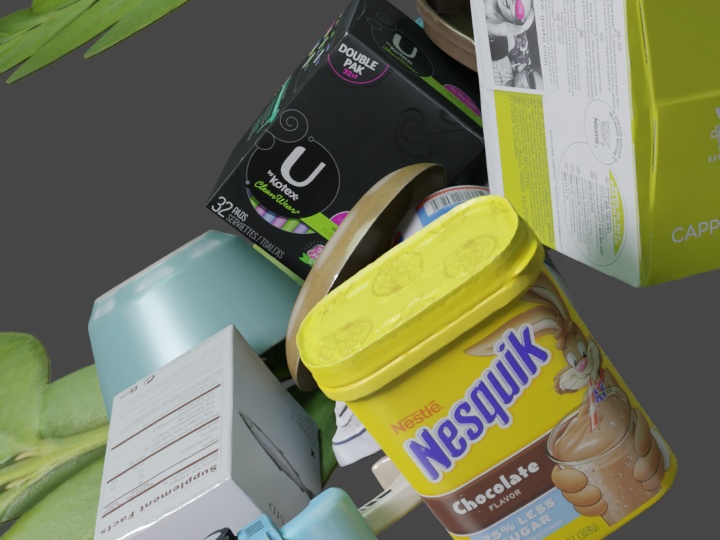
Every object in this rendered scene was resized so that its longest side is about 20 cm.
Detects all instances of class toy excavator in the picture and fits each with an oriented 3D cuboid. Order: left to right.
[{"bbox_3d":[-0.011,0.170,1.016,0.200,0.100,0.194,-32,0,-6],"label":"toy excavator"}]

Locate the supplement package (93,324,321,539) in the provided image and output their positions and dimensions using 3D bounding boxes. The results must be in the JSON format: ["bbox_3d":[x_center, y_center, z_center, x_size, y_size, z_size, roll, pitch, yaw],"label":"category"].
[{"bbox_3d":[-0.104,0.153,1.166,0.117,0.117,0.200,-31,26,13],"label":"supplement package"}]

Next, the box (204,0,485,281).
[{"bbox_3d":[-0.005,-0.103,1.360,0.200,0.149,0.124,-48,13,26],"label":"box"}]

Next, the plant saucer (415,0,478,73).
[{"bbox_3d":[0.135,-0.185,1.369,0.200,0.200,0.029,-103,33,-63],"label":"plant saucer"}]

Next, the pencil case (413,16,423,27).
[{"bbox_3d":[0.023,-0.147,1.549,0.200,0.085,0.092,-46,42,-18],"label":"pencil case"}]

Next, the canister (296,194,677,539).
[{"bbox_3d":[0.079,0.076,0.964,0.149,0.200,0.087,-34,25,6],"label":"canister"}]

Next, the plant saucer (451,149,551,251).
[{"bbox_3d":[0.128,-0.079,1.342,0.200,0.050,0.200,-29,26,16],"label":"plant saucer"}]

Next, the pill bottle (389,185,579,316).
[{"bbox_3d":[0.088,0.027,1.142,0.112,0.112,0.200,-33,26,8],"label":"pill bottle"}]

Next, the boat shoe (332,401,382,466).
[{"bbox_3d":[0.018,0.083,1.109,0.074,0.065,0.200,-24,-8,-22],"label":"boat shoe"}]

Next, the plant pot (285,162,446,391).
[{"bbox_3d":[0.000,0.000,1.245,0.200,0.027,0.200,-52,-15,-20],"label":"plant pot"}]

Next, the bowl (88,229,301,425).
[{"bbox_3d":[-0.142,0.039,1.344,0.201,0.105,0.201,-31,2,1],"label":"bowl"}]

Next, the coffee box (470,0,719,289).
[{"bbox_3d":[0.206,-0.122,1.059,0.200,0.200,0.198,-13,19,-21],"label":"coffee box"}]
